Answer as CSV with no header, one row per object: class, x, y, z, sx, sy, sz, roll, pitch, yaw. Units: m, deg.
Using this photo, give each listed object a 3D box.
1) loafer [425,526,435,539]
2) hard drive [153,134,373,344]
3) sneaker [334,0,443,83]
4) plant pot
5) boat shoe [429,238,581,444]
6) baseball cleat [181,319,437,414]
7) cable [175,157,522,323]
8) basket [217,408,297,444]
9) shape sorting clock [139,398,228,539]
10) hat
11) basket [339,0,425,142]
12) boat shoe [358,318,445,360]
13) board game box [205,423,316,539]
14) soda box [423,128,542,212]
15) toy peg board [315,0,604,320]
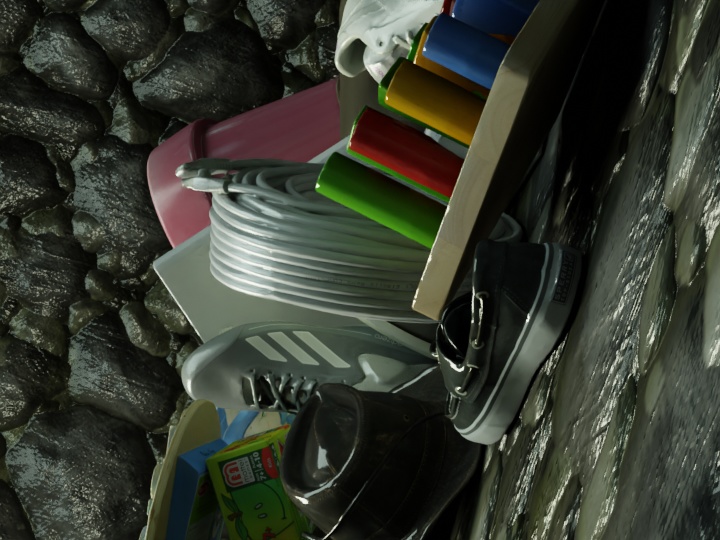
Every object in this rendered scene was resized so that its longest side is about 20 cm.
loafer,0.009,0.186,1.375,0.200,0.068,0.076,170,114,-86
hard drive,-0.036,-0.005,1.504,0.200,0.132,0.027,-33,16,1
sneaker,0.059,-0.180,1.489,0.200,0.075,0.100,-1,61,49
plant pot,-0.055,-0.067,1.737,0.179,0.200,0.200,-31,20,17
boat shoe,0.070,0.035,1.109,0.200,0.056,0.069,111,172,-61
baseball cleat,-0.034,0.081,1.448,0.107,0.199,0.070,-92,-9,-56
cable,0.001,-0.018,1.289,0.200,0.200,0.070,22,108,42
basket,-0.048,0.157,1.600,0.200,0.139,0.177,-63,-36,-58
shape sorting clock,-0.129,0.188,1.404,0.200,0.039,0.201,13,-90,-82
hat,-0.003,0.119,1.283,0.201,0.081,0.201,-49,18,22
basket,0.045,-0.130,1.609,0.181,0.135,0.200,79,-169,-45
boat shoe,-0.001,-0.001,1.426,0.060,0.201,0.072,-58,-20,-1
board game box,-0.047,0.213,1.393,0.102,0.047,0.201,-16,-92,-82
soda box,0.077,-0.080,1.386,0.200,0.068,0.064,112,172,-70
toy peg board,0.062,-0.116,1.125,0.200,0.098,0.200,-58,-10,-41
